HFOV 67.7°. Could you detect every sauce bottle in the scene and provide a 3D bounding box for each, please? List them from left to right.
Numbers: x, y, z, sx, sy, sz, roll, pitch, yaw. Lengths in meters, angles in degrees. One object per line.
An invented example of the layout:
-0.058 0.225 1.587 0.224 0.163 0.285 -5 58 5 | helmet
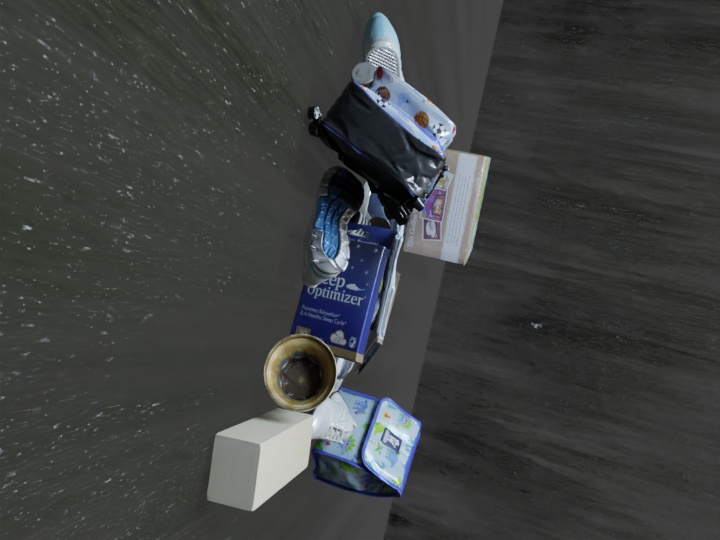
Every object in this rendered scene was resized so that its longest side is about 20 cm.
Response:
0.018 -0.250 0.876 0.201 0.064 0.068 67 38 -63 | sauce bottle

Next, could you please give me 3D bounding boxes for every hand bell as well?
-0.090 0.181 0.818 0.201 0.101 0.107 101 8 -64 | hand bell

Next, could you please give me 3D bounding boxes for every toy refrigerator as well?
-0.127 0.241 0.713 0.200 0.067 0.079 22 75 -77 | toy refrigerator

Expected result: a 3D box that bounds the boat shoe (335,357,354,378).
-0.017 0.072 0.850 0.067 0.070 0.207 19 84 -54 | boat shoe

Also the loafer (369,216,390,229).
0.000 0.000 0.996 0.205 0.070 0.063 -65 164 -7 | loafer

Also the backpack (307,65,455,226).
0.042 -0.175 0.761 0.155 0.200 0.191 -47 175 -1 | backpack

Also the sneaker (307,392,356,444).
-0.052 0.277 0.979 0.071 0.080 0.200 -48 166 7 | sneaker

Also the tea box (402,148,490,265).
0.177 -0.138 1.085 0.196 0.129 0.207 -34 134 -70 | tea box

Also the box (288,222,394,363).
-0.028 0.023 0.804 0.032 0.117 0.207 38 65 -62 | box

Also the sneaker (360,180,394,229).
0.033 -0.069 1.041 0.075 0.082 0.207 -22 124 -73 | sneaker

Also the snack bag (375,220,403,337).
0.057 -0.022 0.916 0.191 0.021 0.205 -77 178 -55 | snack bag

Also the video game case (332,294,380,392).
-0.016 0.132 0.998 0.204 0.025 0.181 -62 172 -7 | video game case

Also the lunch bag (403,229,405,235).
0.169 -0.220 1.394 0.204 0.119 0.174 -82 174 -45 | lunch bag

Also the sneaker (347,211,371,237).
-0.037 -0.007 0.896 0.115 0.074 0.206 46 59 -54 | sneaker

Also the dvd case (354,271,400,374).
0.039 0.121 1.238 0.150 0.016 0.204 120 -9 -49 | dvd case

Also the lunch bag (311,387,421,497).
0.016 0.359 1.110 0.172 0.194 0.130 -60 158 -46 | lunch bag

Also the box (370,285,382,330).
0.033 0.004 1.187 0.162 0.043 0.205 82 24 -57 | box

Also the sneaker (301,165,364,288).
-0.051 -0.065 0.784 0.087 0.073 0.205 -43 -154 50 | sneaker

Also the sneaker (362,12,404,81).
0.039 -0.331 0.875 0.201 0.071 0.085 88 1 -74 | sneaker
